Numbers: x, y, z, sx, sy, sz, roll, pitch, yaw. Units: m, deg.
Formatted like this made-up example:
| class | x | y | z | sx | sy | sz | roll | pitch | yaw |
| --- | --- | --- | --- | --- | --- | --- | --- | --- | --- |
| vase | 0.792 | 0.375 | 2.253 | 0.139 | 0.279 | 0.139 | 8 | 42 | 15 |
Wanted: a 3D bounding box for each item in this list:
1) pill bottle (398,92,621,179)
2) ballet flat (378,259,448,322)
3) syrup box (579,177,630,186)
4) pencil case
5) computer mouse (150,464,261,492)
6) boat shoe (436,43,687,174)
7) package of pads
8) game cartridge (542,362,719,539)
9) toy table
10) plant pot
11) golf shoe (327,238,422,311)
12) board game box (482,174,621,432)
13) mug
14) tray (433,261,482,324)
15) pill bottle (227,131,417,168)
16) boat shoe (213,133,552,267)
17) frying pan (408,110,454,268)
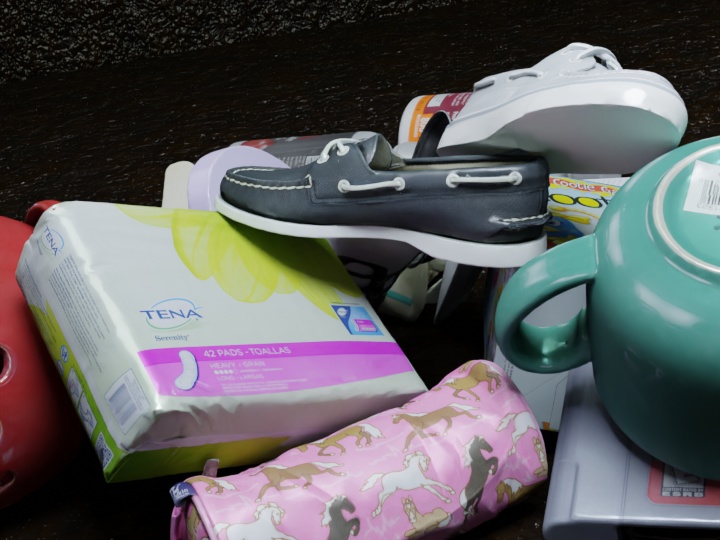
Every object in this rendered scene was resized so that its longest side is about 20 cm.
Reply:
| class | x | y | z | sx | sy | sz | roll | pitch | yaw |
| --- | --- | --- | --- | --- | --- | --- | --- | --- | --- |
| pill bottle | 0.148 | -0.120 | 1.183 | 0.200 | 0.114 | 0.114 | 0 | 21 | 27 |
| ballet flat | 0.062 | -0.012 | 1.010 | 0.069 | 0.070 | 0.200 | 0 | 23 | 25 |
| syrup box | 0.254 | -0.025 | 0.907 | 0.200 | 0.079 | 0.081 | -1 | 20 | 24 |
| pencil case | 0.001 | 0.114 | 0.632 | 0.200 | 0.087 | 0.083 | -18 | -10 | -24 |
| computer mouse | -0.037 | 0.083 | 0.791 | 0.140 | 0.046 | 0.200 | 0 | 21 | 27 |
| boat shoe | 0.113 | -0.092 | 0.676 | 0.072 | 0.069 | 0.200 | 25 | -11 | -16 |
| package of pads | -0.078 | 0.033 | 0.684 | 0.200 | 0.068 | 0.155 | 1 | 44 | -44 |
| game cartridge | 0.199 | 0.087 | 0.616 | 0.200 | 0.041 | 0.133 | -3 | 37 | 20 |
| toy table | -0.104 | -0.009 | 0.926 | 0.117 | 0.200 | 0.184 | -12 | 49 | 26 |
| plant pot | -0.242 | 0.054 | 0.749 | 0.182 | 0.201 | 0.200 | -14 | 19 | -26 |
| golf shoe | 0.000 | 0.000 | 0.831 | 0.078 | 0.095 | 0.200 | 18 | -12 | -3 |
| board game box | 0.138 | 0.015 | 0.780 | 0.103 | 0.105 | 0.200 | 9 | 21 | 2 |
| mug | 0.171 | 0.015 | 0.577 | 0.185 | 0.114 | 0.152 | -27 | 48 | -10 |
| tray | 0.083 | -0.035 | 0.859 | 0.022 | 0.107 | 0.200 | 14 | -19 | 1 |
| pill bottle | -0.027 | -0.073 | 1.140 | 0.200 | 0.111 | 0.111 | -2 | 20 | 22 |
| boat shoe | 0.011 | -0.048 | 0.691 | 0.200 | 0.060 | 0.076 | 7 | 19 | 14 |
| frying pan | 0.041 | -0.038 | 0.899 | 0.031 | 0.190 | 0.115 | 10 | 58 | -13 |
